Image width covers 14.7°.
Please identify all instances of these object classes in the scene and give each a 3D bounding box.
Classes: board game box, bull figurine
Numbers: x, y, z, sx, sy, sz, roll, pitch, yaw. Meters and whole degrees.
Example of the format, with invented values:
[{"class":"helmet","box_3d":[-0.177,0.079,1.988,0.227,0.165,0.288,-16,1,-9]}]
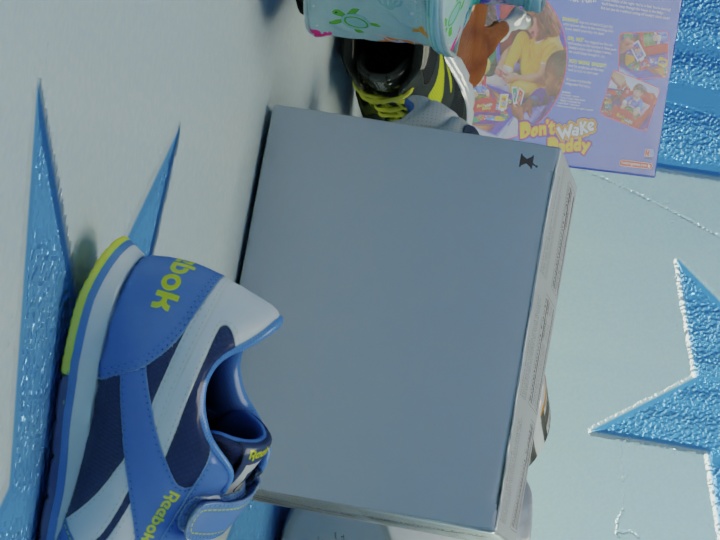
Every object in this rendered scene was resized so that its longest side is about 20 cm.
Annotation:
[{"class":"board game box","box_3d":[0.119,-0.141,1.893,0.045,0.199,0.135,17,-80,59]},{"class":"bull figurine","box_3d":[0.054,-0.164,1.764,0.122,0.065,0.201,-50,149,-37]}]

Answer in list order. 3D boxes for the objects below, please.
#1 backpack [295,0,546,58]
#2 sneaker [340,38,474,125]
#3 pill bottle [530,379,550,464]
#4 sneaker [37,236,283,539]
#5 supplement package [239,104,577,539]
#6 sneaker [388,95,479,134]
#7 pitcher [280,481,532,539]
[{"class":"backpack","box_3d":[0.036,-0.205,1.412,0.200,0.150,0.178,-61,161,-54]},{"class":"sneaker","box_3d":[0.018,-0.119,1.655,0.085,0.074,0.201,-65,154,-44]},{"class":"pill bottle","box_3d":[0.097,0.111,2.267,0.200,0.116,0.117,70,30,-75]},{"class":"sneaker","box_3d":[-0.080,0.091,1.107,0.074,0.082,0.201,-60,159,-72]},{"class":"supplement package","box_3d":[0.018,0.030,1.464,0.111,0.155,0.201,49,51,-77]},{"class":"sneaker","box_3d":[0.000,-0.007,1.588,0.200,0.147,0.080,-40,156,18]},{"class":"pitcher","box_3d":[0.035,0.201,1.743,0.200,0.121,0.173,8,75,-61]}]
